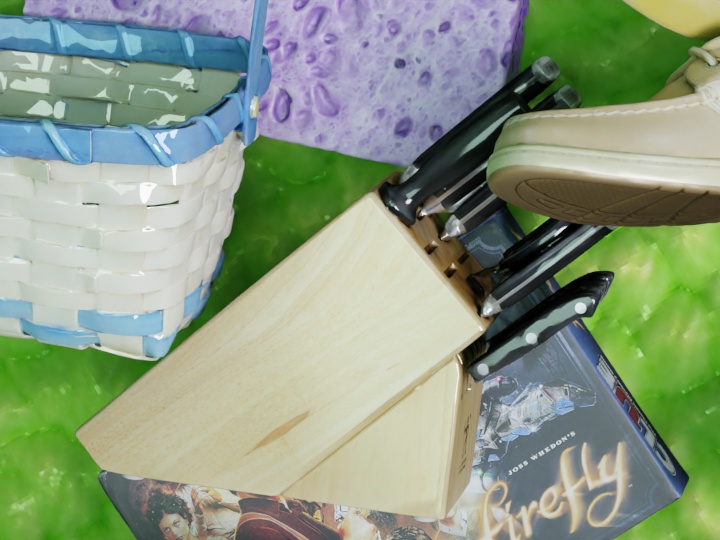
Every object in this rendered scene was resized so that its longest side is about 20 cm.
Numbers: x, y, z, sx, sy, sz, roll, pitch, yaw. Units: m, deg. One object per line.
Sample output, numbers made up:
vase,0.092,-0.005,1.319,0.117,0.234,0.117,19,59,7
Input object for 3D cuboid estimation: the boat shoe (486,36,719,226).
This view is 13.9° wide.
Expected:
boat shoe,0.137,-0.054,1.065,0.200,0.072,0.065,-2,81,-19

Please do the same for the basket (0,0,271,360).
basket,-0.121,-0.077,1.106,0.176,0.139,0.200,9,116,9

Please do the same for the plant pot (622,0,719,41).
plant pot,0.154,-0.190,1.048,0.201,0.201,0.189,46,121,1

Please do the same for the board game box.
board game box,0.012,0.084,1.194,0.200,0.035,0.136,-34,92,15

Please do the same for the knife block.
knife block,0.000,0.000,1.132,0.200,0.064,0.176,7,100,10

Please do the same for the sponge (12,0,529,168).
sponge,-0.033,-0.109,1.172,0.200,0.030,0.112,13,102,9
